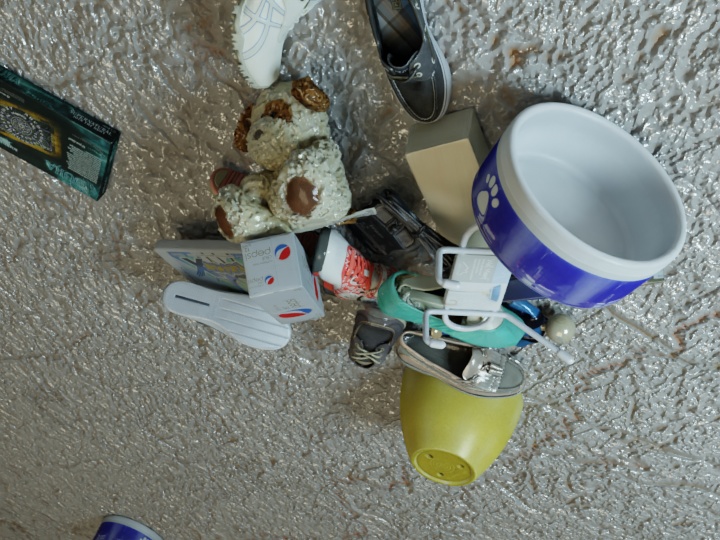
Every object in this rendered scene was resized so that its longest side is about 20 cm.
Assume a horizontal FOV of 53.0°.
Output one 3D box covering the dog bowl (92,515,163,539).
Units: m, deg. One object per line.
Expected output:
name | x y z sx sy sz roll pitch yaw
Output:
dog bowl | -0.683 0.807 2.127 0.199 0.079 0.201 13 137 12

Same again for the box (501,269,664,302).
box | 0.250 0.014 0.869 0.199 0.121 0.033 -8 87 31

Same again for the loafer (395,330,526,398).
loafer | 0.145 0.135 1.057 0.199 0.072 0.063 16 161 12

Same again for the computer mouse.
computer mouse | 0.060 -0.041 0.892 0.140 0.046 0.200 44 166 -5

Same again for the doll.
doll | 0.194 0.072 0.996 0.199 0.049 0.137 1 144 24

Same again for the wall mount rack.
wall mount rack | 0.161 0.036 0.796 0.173 0.075 0.200 3 142 -1

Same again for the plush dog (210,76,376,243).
plush dog | -0.074 -0.133 0.834 0.199 0.160 0.173 -13 88 47

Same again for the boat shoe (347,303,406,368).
boat shoe | 0.021 0.102 1.036 0.074 0.074 0.200 14 163 4

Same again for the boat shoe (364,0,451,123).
boat shoe | 0.046 -0.228 0.736 0.070 0.066 0.201 3 135 21

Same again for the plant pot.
plant pot | 0.145 0.247 1.129 0.199 0.142 0.201 12 137 11

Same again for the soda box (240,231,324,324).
soda box | -0.091 0.015 0.895 0.063 0.069 0.200 -12 166 2

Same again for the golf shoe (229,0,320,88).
golf shoe | -0.082 -0.272 0.746 0.097 0.079 0.201 11 138 5

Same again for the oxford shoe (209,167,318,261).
oxford shoe | -0.138 -0.058 0.995 0.200 0.071 0.074 44 140 -20

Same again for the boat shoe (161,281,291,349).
boat shoe | -0.197 0.061 1.090 0.199 0.072 0.071 23 177 -4

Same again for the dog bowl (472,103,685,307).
dog bowl | 0.214 -0.066 0.718 0.199 0.201 0.079 28 140 -6

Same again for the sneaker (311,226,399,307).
sneaker | 0.000 -0.001 0.955 0.107 0.068 0.201 13 165 7

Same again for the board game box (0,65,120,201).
board game box | -0.445 -0.194 1.019 0.199 0.028 0.135 30 138 -8

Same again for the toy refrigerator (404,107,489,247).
toy refrigerator | 0.126 -0.084 0.851 0.076 0.070 0.200 -11 130 25

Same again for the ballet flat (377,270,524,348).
ballet flat | 0.119 0.047 0.911 0.199 0.068 0.071 14 146 1

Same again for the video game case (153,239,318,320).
video game case | -0.182 0.014 1.074 0.199 0.022 0.182 2 147 34
